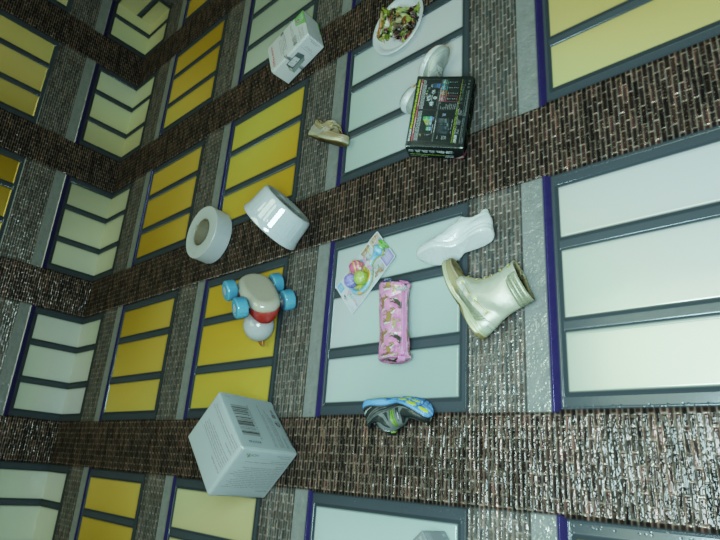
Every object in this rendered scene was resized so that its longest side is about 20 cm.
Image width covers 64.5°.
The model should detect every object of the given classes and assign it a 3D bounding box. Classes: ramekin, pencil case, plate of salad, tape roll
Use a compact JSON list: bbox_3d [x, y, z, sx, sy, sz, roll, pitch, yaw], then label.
[{"bbox_3d":[-0.247,-0.165,1.731,0.098,0.200,0.201,-47,46,8],"label":"ramekin"},{"bbox_3d":[0.082,0.123,1.364,0.081,0.087,0.204,-2,69,10],"label":"pencil case"},{"bbox_3d":[0.105,-0.751,1.729,0.198,0.048,0.204,-20,59,38],"label":"plate of salad"},{"bbox_3d":[-0.562,-0.132,2.116,0.200,0.070,0.207,-20,60,39],"label":"tape roll"}]

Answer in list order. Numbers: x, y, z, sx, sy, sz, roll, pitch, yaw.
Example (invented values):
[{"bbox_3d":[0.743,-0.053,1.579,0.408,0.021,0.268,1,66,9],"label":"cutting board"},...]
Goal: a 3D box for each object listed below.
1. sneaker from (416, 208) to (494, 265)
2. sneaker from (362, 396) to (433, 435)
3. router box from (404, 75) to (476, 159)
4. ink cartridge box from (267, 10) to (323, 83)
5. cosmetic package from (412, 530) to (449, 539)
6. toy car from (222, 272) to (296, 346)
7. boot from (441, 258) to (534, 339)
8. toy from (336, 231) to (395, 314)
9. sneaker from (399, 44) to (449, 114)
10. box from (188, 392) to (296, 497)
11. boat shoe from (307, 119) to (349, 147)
[{"bbox_3d":[0.220,-0.080,1.330,0.197,0.075,0.090,-21,46,31],"label":"sneaker"},{"bbox_3d":[0.087,0.329,1.291,0.197,0.070,0.085,-13,78,42],"label":"sneaker"},{"bbox_3d":[0.202,-0.383,1.429,0.147,0.062,0.204,7,76,19],"label":"router box"},{"bbox_3d":[-0.236,-0.805,2.063,0.199,0.083,0.148,-35,51,29],"label":"ink cartridge box"},{"bbox_3d":[0.108,0.620,1.126,0.202,0.089,0.107,-55,41,17],"label":"cosmetic package"},{"bbox_3d":[-0.312,0.133,1.721,0.177,0.181,0.203,46,135,45],"label":"toy car"},{"bbox_3d":[0.270,0.023,1.225,0.154,0.071,0.202,-41,54,25],"label":"boot"},{"bbox_3d":[0.000,0.000,1.519,0.201,0.047,0.116,-51,44,16],"label":"toy"},{"bbox_3d":[0.192,-0.498,1.529,0.092,0.075,0.202,44,113,37],"label":"sneaker"},{"bbox_3d":[-0.317,0.469,1.529,0.172,0.199,0.199,-52,46,11],"label":"box"},{"bbox_3d":[-0.096,-0.434,1.777,0.199,0.073,0.070,29,99,48],"label":"boat shoe"}]
